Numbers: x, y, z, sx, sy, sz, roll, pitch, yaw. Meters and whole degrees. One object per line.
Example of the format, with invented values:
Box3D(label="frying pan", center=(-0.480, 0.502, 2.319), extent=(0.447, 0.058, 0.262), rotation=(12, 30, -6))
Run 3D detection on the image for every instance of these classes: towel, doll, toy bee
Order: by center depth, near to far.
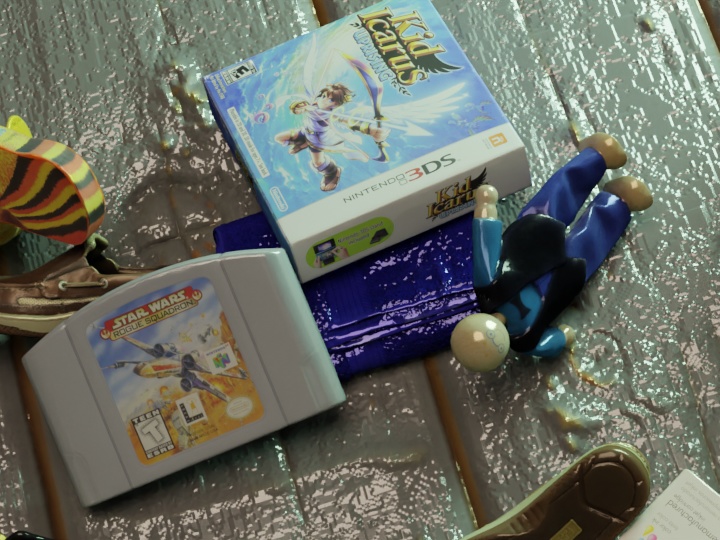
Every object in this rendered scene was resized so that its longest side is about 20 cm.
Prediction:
Box3D(label="doll", center=(0.121, -0.008, 1.655), extent=(0.048, 0.137, 0.200), rotation=(-1, 43, 49))
Box3D(label="toy bee", center=(-0.278, -0.079, 1.673), extent=(0.199, 0.109, 0.131), rotation=(-1, 22, -7))
Box3D(label="towel", center=(0.000, 0.000, 1.706), extent=(0.199, 0.050, 0.148), rotation=(-17, 62, -1))

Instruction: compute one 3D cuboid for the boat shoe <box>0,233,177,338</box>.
Box3D(label="boat shoe", center=(-0.194, 0.009, 1.707), extent=(0.201, 0.075, 0.075), rotation=(5, 98, 3))

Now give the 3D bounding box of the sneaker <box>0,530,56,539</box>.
Box3D(label="sneaker", center=(-0.169, 0.233, 1.591), extent=(0.199, 0.083, 0.072), rotation=(24, 69, 19))

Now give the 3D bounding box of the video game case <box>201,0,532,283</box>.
Box3D(label="video game case", center=(0.002, -0.102, 1.732), extent=(0.181, 0.046, 0.200), rotation=(-23, 47, -7))

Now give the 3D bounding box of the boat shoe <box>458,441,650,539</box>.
Box3D(label="boat shoe", center=(0.111, 0.186, 1.585), extent=(0.200, 0.076, 0.072), rotation=(-36, 91, 11))

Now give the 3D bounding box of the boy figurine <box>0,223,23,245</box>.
Box3D(label="boy figurine", center=(-0.322, -0.022, 1.759), extent=(0.199, 0.065, 0.125), rotation=(-17, 58, 2))

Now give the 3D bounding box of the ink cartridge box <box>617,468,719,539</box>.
Box3D(label="ink cartridge box", center=(0.186, 0.242, 1.542), extent=(0.117, 0.067, 0.200), rotation=(39, 74, 23))

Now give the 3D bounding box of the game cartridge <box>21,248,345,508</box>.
Box3D(label="game cartridge", center=(-0.125, 0.066, 1.652), extent=(0.199, 0.042, 0.134), rotation=(-23, 96, 6))
